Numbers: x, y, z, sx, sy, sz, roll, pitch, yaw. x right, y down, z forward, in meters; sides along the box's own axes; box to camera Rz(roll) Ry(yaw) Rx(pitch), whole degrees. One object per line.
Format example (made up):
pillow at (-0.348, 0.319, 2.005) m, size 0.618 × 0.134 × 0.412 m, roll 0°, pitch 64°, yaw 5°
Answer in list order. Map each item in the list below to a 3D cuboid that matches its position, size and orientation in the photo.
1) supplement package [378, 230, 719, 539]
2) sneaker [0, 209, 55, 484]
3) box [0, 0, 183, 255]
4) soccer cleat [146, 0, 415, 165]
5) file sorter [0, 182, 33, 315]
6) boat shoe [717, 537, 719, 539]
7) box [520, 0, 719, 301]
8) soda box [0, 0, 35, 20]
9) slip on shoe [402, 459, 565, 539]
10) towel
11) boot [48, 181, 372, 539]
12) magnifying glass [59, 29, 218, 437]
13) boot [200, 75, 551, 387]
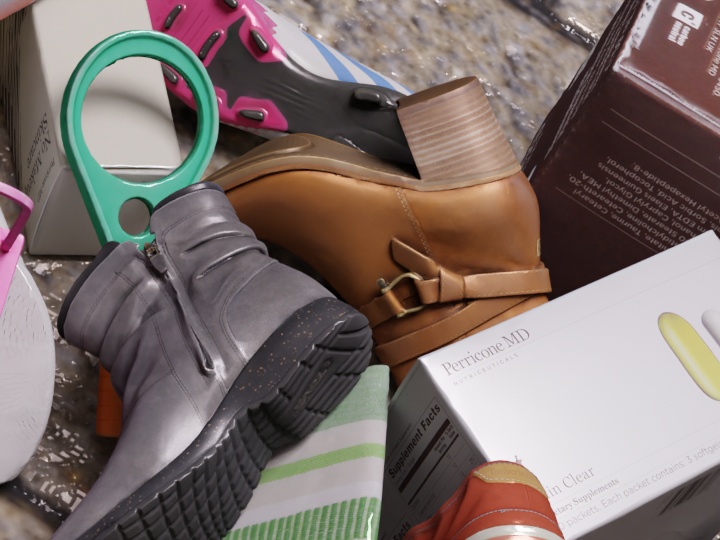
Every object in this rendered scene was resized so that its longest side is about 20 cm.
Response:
supplement package at (0.106, 0.093, 1.075) m, size 0.199 × 0.156 × 0.111 m, roll -22°, pitch 66°, yaw -34°
sneaker at (-0.196, 0.008, 1.067) m, size 0.075 × 0.088 × 0.202 m, roll -11°, pitch 83°, yaw -11°
box at (-0.153, -0.111, 1.164) m, size 0.068 × 0.082 × 0.201 m, roll 1°, pitch 54°, yaw -23°
soccer cleat at (-0.042, -0.102, 1.218) m, size 0.199 × 0.086 × 0.070 m, roll 30°, pitch 94°, yaw 6°
file sorter at (-0.235, 0.047, 0.936) m, size 0.138 × 0.125 × 0.201 m, roll 18°, pitch 76°, yaw -10°
boat shoe at (0.262, 0.204, 1.115) m, size 0.200 × 0.072 × 0.061 m, roll 30°, pitch 53°, yaw 3°
box at (0.187, -0.058, 1.189) m, size 0.164 × 0.200 × 0.166 m, roll 31°, pitch 48°, yaw -2°
soda box at (-0.200, -0.163, 1.082) m, size 0.063 × 0.069 × 0.200 m, roll 39°, pitch 48°, yaw 14°
slip on shoe at (0.035, 0.154, 0.971) m, size 0.074 × 0.200 × 0.062 m, roll 12°, pitch 48°, yaw -18°
towel at (-0.055, 0.147, 0.991) m, size 0.023 × 0.152 × 0.201 m, roll 47°, pitch 35°, yaw -42°
boot at (-0.101, 0.060, 1.010) m, size 0.200 × 0.070 × 0.131 m, roll -43°, pitch 57°, yaw -18°
magnifying glass at (-0.113, -0.018, 1.077) m, size 0.079 × 0.022 × 0.202 m, roll 3°, pitch 92°, yaw -23°
boot at (0.000, 0.000, 1.146) m, size 0.074 × 0.199 × 0.156 m, roll -50°, pitch 123°, yaw -70°
